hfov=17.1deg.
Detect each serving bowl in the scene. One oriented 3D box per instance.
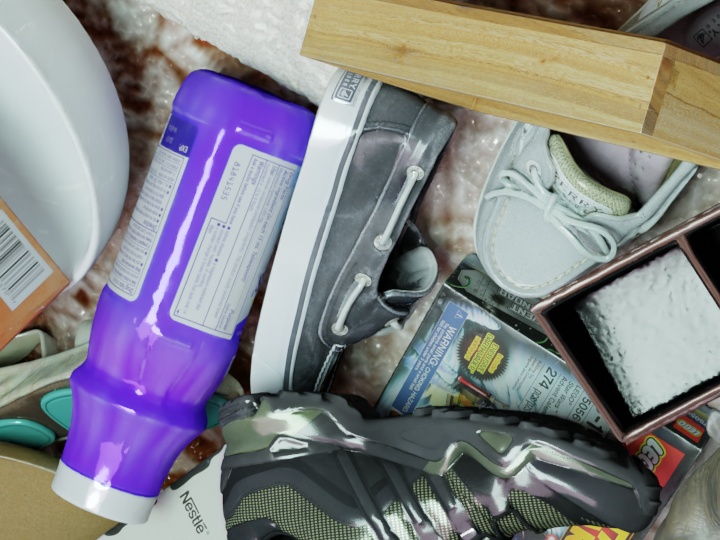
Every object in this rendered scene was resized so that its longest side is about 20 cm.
[{"bbox_3d":[-0.180,-0.086,1.101,0.200,0.066,0.201,26,142,22],"label":"serving bowl"}]

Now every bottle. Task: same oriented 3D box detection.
[{"bbox_3d":[-0.081,0.012,1.066,0.065,0.084,0.201,20,93,-12],"label":"bottle"}]

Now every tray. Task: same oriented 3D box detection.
[{"bbox_3d":[0.076,-0.074,0.918,0.200,0.098,0.037,17,92,51],"label":"tray"}]

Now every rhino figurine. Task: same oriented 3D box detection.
[{"bbox_3d":[0.156,0.117,1.012,0.059,0.088,0.200,7,149,0],"label":"rhino figurine"}]

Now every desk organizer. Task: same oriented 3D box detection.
[{"bbox_3d":[0.171,-0.004,0.947,0.199,0.077,0.072,-29,86,13],"label":"desk organizer"}]

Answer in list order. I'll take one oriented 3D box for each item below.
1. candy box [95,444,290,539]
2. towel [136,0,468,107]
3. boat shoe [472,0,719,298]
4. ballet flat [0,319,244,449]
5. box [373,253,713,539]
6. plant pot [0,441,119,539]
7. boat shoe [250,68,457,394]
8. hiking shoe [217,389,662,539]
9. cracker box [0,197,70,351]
[{"bbox_3d":[-0.092,0.191,1.117,0.200,0.061,0.137,-37,68,15],"label":"candy box"},{"bbox_3d":[-0.042,-0.153,1.043,0.199,0.034,0.133,29,121,10],"label":"towel"},{"bbox_3d":[0.110,-0.059,0.998,0.074,0.065,0.202,44,123,0],"label":"boat shoe"},{"bbox_3d":[-0.146,0.053,1.167,0.199,0.063,0.067,-12,149,26],"label":"ballet flat"},{"bbox_3d":[0.059,0.109,1.113,0.137,0.040,0.200,32,122,7],"label":"box"},{"bbox_3d":[-0.185,0.145,1.209,0.199,0.028,0.201,5,136,5],"label":"plant pot"},{"bbox_3d":[0.000,0.000,1.064,0.068,0.072,0.201,21,130,6],"label":"boat shoe"},{"bbox_3d":[0.032,0.108,1.037,0.199,0.076,0.101,5,90,20],"label":"hiking shoe"},{"bbox_3d":[-0.239,-0.006,1.135,0.134,0.058,0.200,52,143,-12],"label":"cracker box"}]
